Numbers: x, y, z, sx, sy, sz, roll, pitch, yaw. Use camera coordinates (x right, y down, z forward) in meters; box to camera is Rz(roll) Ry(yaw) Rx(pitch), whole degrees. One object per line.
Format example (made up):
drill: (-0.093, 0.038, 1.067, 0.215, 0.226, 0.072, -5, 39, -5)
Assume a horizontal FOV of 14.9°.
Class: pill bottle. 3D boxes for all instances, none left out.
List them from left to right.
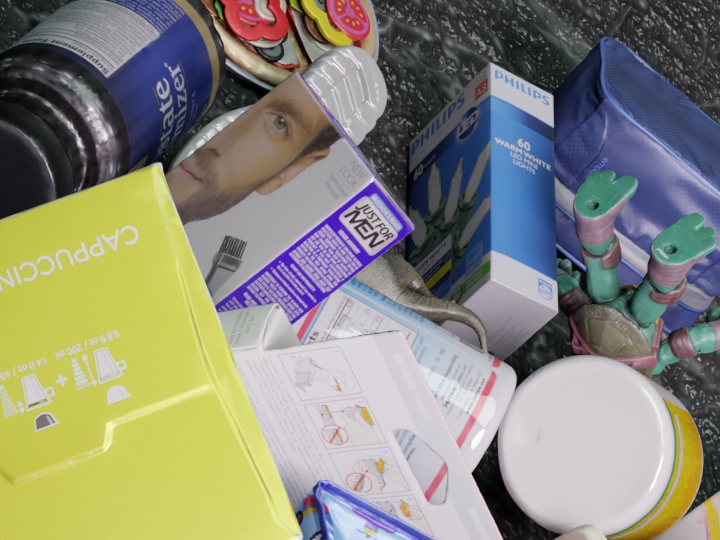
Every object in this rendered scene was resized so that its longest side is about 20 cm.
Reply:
pill bottle: (-0.173, -0.099, 1.689, 0.112, 0.112, 0.200, 45, 39, -3)
pill bottle: (-0.013, 0.062, 1.692, 0.199, 0.109, 0.109, 29, 40, 0)
pill bottle: (0.160, 0.119, 1.770, 0.113, 0.112, 0.200, 59, 9, 14)

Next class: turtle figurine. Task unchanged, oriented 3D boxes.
turtle figurine: (0.184, 0.029, 1.848, 0.149, 0.201, 0.101, 16, 54, 13)

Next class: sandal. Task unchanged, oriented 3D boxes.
sandal: (-0.058, -0.079, 1.831, 0.202, 0.050, 0.083, -34, 104, -36)

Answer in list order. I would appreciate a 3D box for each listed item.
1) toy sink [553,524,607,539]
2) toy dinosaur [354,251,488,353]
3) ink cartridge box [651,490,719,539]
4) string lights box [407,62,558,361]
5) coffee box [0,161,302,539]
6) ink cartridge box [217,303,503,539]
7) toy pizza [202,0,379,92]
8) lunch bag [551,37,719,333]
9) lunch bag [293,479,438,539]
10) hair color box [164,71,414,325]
toy sink: (0.184, 0.247, 1.701, 0.112, 0.130, 0.201, -23, 78, -41)
toy dinosaur: (0.000, 0.000, 1.765, 0.200, 0.077, 0.102, 54, 19, 28)
ink cartridge box: (0.272, 0.192, 1.793, 0.067, 0.200, 0.118, -6, 63, -46)
string lights box: (0.082, -0.031, 1.879, 0.059, 0.103, 0.201, 25, 44, -24)
coffee box: (-0.167, 0.083, 1.389, 0.199, 0.198, 0.201, -20, 86, -13)
ink cartridge box: (-0.016, 0.104, 1.552, 0.044, 0.173, 0.201, -71, 144, -47)
toy pizza: (-0.063, -0.207, 1.946, 0.199, 0.032, 0.201, 25, 44, -27)
lunch bag: (0.203, -0.050, 1.989, 0.200, 0.132, 0.136, 39, 24, -10)
lunch bag: (0.026, 0.220, 1.564, 0.199, 0.151, 0.094, 21, 46, -23)
hair color box: (-0.080, -0.011, 1.613, 0.109, 0.200, 0.065, 54, 2, 40)
